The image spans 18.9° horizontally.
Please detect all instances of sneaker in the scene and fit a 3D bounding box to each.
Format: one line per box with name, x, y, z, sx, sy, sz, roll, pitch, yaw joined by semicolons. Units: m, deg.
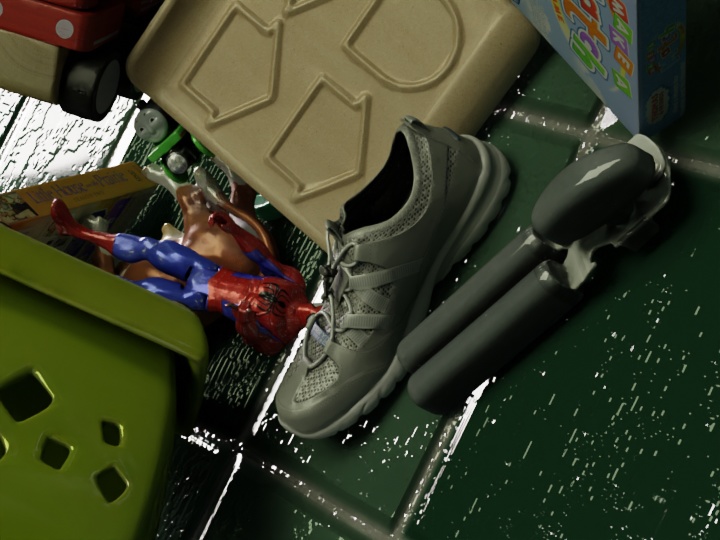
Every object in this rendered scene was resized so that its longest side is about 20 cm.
sneaker;0.000;0.000;1.231;0.201;0.082;0.075;-60;34;2

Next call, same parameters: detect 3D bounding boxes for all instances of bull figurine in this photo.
bull figurine;-0.135;0.009;1.402;0.199;0.065;0.122;-31;67;25

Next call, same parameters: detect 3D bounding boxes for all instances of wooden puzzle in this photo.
wooden puzzle;-0.016;-0.130;1.290;0.200;0.046;0.186;39;106;10

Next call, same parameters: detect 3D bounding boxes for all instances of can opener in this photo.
can opener;0.087;-0.003;1.144;0.200;0.066;0.053;-46;38;29

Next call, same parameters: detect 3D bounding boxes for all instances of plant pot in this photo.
plant pot;-0.196;0.095;1.275;0.199;0.199;0.182;109;-175;-69

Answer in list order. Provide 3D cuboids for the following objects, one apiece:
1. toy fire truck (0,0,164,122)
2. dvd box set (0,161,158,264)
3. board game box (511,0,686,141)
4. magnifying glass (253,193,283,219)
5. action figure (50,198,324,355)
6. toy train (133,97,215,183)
toy fire truck;-0.150;-0.208;1.347;0.176;0.128;0.201;-45;-30;-67
dvd box set;-0.230;-0.001;1.447;0.029;0.200;0.147;43;114;11
board game box;0.096;-0.180;1.120;0.036;0.152;0.200;-34;62;-11
magnifying glass;-0.035;-0.127;1.424;0.079;0.022;0.201;-6;64;51
action figure;-0.106;-0.002;1.291;0.199;0.099;0.066;16;69;13
toy train;-0.099;-0.118;1.402;0.042;0.056;0.200;-38;12;27
